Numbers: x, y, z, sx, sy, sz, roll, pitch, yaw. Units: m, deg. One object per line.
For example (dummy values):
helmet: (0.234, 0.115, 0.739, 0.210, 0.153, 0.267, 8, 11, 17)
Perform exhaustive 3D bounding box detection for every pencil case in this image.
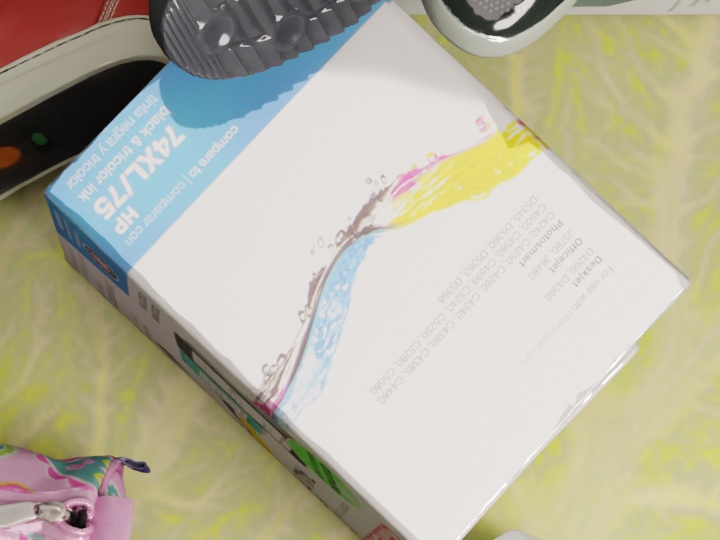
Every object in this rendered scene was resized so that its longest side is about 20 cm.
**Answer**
pencil case: (-0.188, 0.098, 0.898, 0.199, 0.087, 0.088, 9, 80, -1)

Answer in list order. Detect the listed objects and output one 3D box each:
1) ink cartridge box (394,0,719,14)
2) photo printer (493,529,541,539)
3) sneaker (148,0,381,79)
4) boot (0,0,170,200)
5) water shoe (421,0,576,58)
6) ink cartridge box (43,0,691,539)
ink cartridge box: (0.088, -0.188, 0.965, 0.199, 0.084, 0.147, 0, 81, -4)
photo printer: (0.061, 0.204, 0.846, 0.166, 0.200, 0.070, -39, 126, -8)
sneaker: (-0.012, -0.146, 0.830, 0.200, 0.070, 0.082, -40, 51, -21)
boot: (-0.181, -0.098, 0.946, 0.199, 0.072, 0.145, -23, 61, 3)
water shoe: (0.087, -0.176, 0.880, 0.071, 0.079, 0.200, 33, 81, 1)
ink cartridge box: (0.000, 0.000, 0.896, 0.200, 0.147, 0.146, 43, 80, 4)
